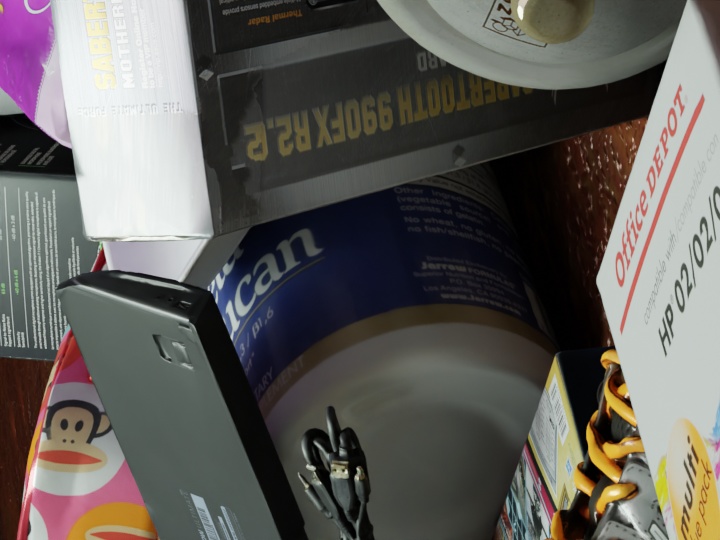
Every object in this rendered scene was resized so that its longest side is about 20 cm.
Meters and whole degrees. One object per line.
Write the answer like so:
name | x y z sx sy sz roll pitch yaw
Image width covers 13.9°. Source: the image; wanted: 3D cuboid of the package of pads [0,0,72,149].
package of pads | -0.049 -0.133 0.939 0.200 0.076 0.121 -65 28 8

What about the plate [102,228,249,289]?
plate | -0.034 -0.104 1.002 0.200 0.032 0.200 -53 34 27

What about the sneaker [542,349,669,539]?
sneaker | 0.082 0.066 0.754 0.078 0.077 0.200 -167 73 -79

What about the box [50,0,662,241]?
box | 0.000 -0.103 0.787 0.048 0.200 0.158 1 102 41

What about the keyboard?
keyboard | -0.025 0.087 0.944 0.127 0.021 0.200 17 137 44

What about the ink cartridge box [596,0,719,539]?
ink cartridge box | 0.104 0.017 0.640 0.115 0.068 0.200 102 159 -56

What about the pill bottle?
pill bottle | 0.000 0.000 1.029 0.200 0.111 0.111 -108 17 -46

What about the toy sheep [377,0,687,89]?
toy sheep | 0.050 -0.111 0.697 0.200 0.138 0.138 -70 -16 -57

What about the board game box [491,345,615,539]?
board game box | 0.084 0.141 0.880 0.136 0.035 0.200 104 157 -58

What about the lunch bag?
lunch bag | -0.078 0.061 1.112 0.200 0.082 0.176 -76 -8 -58

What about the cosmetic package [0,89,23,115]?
cosmetic package | -0.134 -0.161 1.388 0.200 0.199 0.123 -127 33 -68

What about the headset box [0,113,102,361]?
headset box | -0.141 -0.033 1.353 0.174 0.200 0.093 -58 -30 -65
